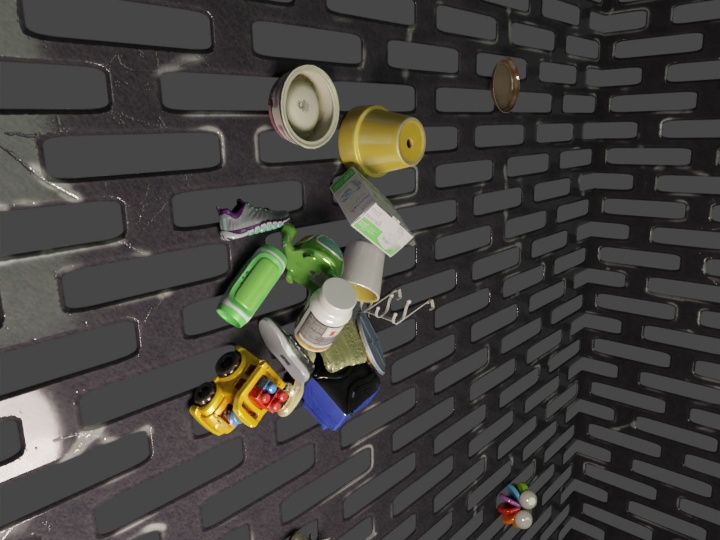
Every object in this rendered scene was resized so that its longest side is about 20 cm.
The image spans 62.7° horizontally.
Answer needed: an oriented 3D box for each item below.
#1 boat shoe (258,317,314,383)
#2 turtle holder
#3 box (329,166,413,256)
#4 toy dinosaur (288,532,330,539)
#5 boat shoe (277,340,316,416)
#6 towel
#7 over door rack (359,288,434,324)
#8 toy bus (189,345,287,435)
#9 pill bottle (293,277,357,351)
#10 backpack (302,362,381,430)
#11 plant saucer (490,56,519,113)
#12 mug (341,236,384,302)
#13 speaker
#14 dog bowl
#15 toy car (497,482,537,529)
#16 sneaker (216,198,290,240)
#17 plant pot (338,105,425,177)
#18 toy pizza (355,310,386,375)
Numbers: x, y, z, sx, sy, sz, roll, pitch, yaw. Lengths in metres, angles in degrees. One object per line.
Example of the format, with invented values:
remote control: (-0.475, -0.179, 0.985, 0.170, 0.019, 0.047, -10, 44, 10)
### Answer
boat shoe: (-0.190, 0.198, 1.526, 0.201, 0.068, 0.057, 57, 44, -12)
turtle holder: (-0.131, -0.032, 1.537, 0.132, 0.184, 0.142, -72, 180, -45)
box: (0.033, -0.162, 1.633, 0.096, 0.177, 0.200, -40, 139, 13)
toy dinosaur: (-0.181, 0.795, 1.695, 0.200, 0.076, 0.103, 40, 56, -40)
boat shoe: (-0.185, 0.288, 1.578, 0.063, 0.073, 0.202, 42, 56, -38)
towel: (-0.069, 0.176, 1.632, 0.147, 0.036, 0.202, -9, 66, -41)
over door rack: (0.112, 0.096, 1.814, 0.199, 0.147, 0.067, -18, 116, -45)
toy bus: (-0.270, 0.302, 1.388, 0.201, 0.191, 0.136, -54, 134, -25)
pill bottle: (-0.088, 0.112, 1.493, 0.116, 0.117, 0.200, -30, 163, -41)
backpack: (-0.057, 0.332, 1.655, 0.163, 0.168, 0.199, 49, 43, 10)
plant saucer: (0.539, -0.697, 2.223, 0.199, 0.032, 0.203, -12, 106, -47)
mug: (-0.006, -0.004, 1.694, 0.148, 0.186, 0.155, 22, 70, -16)
speaker: (-0.260, 0.035, 1.424, 0.201, 0.088, 0.089, -57, 134, -23)
dog bowl: (-0.146, -0.406, 1.472, 0.199, 0.073, 0.203, -14, 109, -46)
toy car: (0.699, 1.064, 2.696, 0.148, 0.175, 0.202, 17, 85, -12)
sneaker: (-0.250, -0.135, 1.411, 0.199, 0.074, 0.089, -24, 110, -43)
plant pot: (0.070, -0.356, 1.640, 0.200, 0.188, 0.203, -13, 108, -46)
toy pizza: (0.024, 0.217, 1.750, 0.200, 0.031, 0.202, -23, 91, -82)
